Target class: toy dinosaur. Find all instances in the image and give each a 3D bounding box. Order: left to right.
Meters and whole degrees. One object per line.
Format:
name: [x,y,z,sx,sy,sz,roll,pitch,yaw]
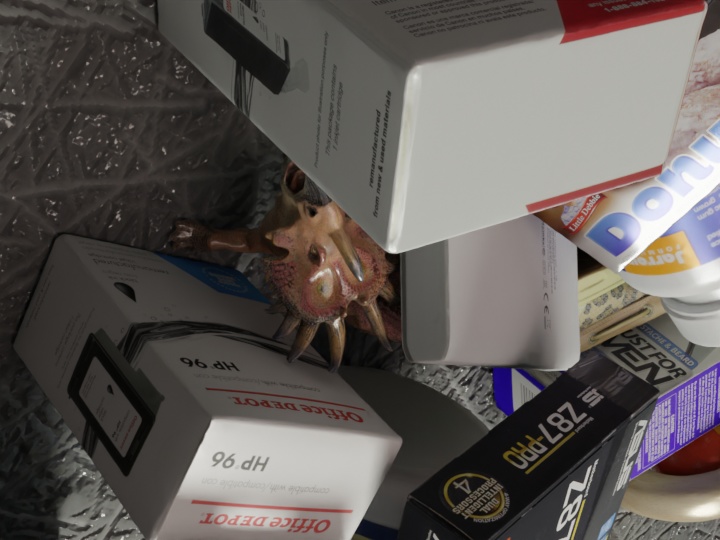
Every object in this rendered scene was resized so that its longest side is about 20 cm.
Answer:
toy dinosaur: [0.000,0.000,0.695,0.199,0.135,0.086,21,105,-46]

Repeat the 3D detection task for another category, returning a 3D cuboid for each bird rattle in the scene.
bird rattle: [0.200,0.111,0.928,0.199,0.162,0.113,-24,114,-36]

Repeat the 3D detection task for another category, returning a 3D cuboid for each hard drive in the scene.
hard drive: [0.072,-0.016,0.728,0.200,0.026,0.133,11,77,-63]

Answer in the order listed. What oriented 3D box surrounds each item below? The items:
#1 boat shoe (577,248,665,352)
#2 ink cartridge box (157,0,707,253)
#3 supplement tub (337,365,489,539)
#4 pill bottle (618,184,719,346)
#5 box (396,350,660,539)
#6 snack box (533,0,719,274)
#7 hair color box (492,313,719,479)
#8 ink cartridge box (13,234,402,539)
boat shoe: [0.185,-0.002,0.884,0.199,0.073,0.063,-18,115,-16]
ink cartridge box: [0.019,-0.107,0.590,0.144,0.200,0.084,-16,132,-29]
supplement tub: [-0.011,0.172,0.802,0.144,0.144,0.201,1,118,-39]
pill bottle: [0.171,-0.057,0.767,0.112,0.112,0.201,-38,115,-10]
box: [0.070,0.158,0.714,0.161,0.049,0.201,-31,142,-44]
snack box: [0.162,-0.082,0.665,0.072,0.024,0.200,33,127,-15]
hair color box: [0.196,0.051,0.907,0.199,0.109,0.065,-26,131,-23]
ink cartridge box: [-0.064,0.067,0.644,0.116,0.200,0.068,12,112,-43]
